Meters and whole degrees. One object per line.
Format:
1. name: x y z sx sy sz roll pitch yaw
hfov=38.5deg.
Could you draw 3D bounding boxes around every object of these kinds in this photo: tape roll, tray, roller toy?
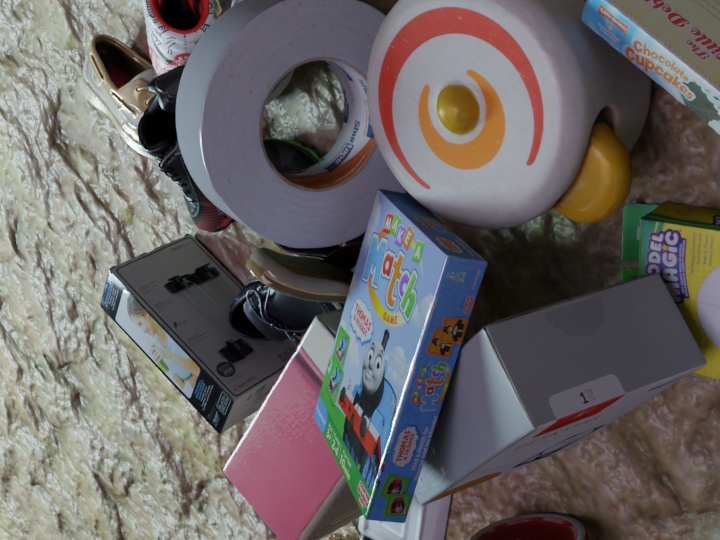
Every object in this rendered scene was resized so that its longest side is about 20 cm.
1. tape roll: -0.044 -0.122 0.831 0.066 0.199 0.201 32 131 59
2. tray: 0.042 0.212 1.032 0.107 0.022 0.201 24 123 31
3. roller toy: 0.103 -0.126 0.747 0.182 0.140 0.201 -9 103 44

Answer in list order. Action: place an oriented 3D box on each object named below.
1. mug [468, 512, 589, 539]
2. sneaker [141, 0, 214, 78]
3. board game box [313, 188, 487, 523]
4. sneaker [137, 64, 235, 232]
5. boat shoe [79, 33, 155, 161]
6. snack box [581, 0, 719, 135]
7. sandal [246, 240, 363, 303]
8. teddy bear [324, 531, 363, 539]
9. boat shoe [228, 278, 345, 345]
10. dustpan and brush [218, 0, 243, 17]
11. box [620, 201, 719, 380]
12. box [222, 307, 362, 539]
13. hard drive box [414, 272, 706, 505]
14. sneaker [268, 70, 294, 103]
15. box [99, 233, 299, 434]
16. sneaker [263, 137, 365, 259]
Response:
1. mug: 0.143 0.332 0.914 0.177 0.133 0.201 -9 100 21
2. sneaker: -0.168 -0.267 0.921 0.108 0.067 0.202 117 144 -68
3. board game box: 0.023 0.057 0.763 0.151 0.036 0.201 -129 53 -63
4. sneaker: -0.151 -0.106 0.917 0.071 0.098 0.201 52 150 30
5. boat shoe: -0.219 -0.176 1.054 0.200 0.074 0.069 37 135 25
6. snack box: 0.249 -0.137 0.633 0.200 0.116 0.037 45 166 17
7. sandal: 0.000 0.000 0.866 0.080 0.199 0.054 34 108 56
8. teddy bear: 0.035 0.349 1.075 0.199 0.067 0.145 26 142 30
9. boat shoe: -0.072 0.035 0.985 0.075 0.062 0.200 50 155 -14
10. dustpan and brush: -0.075 -0.297 0.870 0.057 0.140 0.200 37 103 -23
11. box: 0.272 0.020 0.730 0.199 0.048 0.118 13 117 39
12. box: -0.015 0.139 0.949 0.109 0.128 0.200 44 119 23
13. hard drive box: 0.128 0.092 0.770 0.077 0.155 0.200 66 153 18
14. sneaker: -0.093 -0.197 0.920 0.078 0.082 0.200 47 136 -5
15. box: -0.164 0.061 1.083 0.200 0.116 0.060 43 133 17
16. sneaker: -0.059 -0.064 0.956 0.199 0.084 0.077 28 124 29
